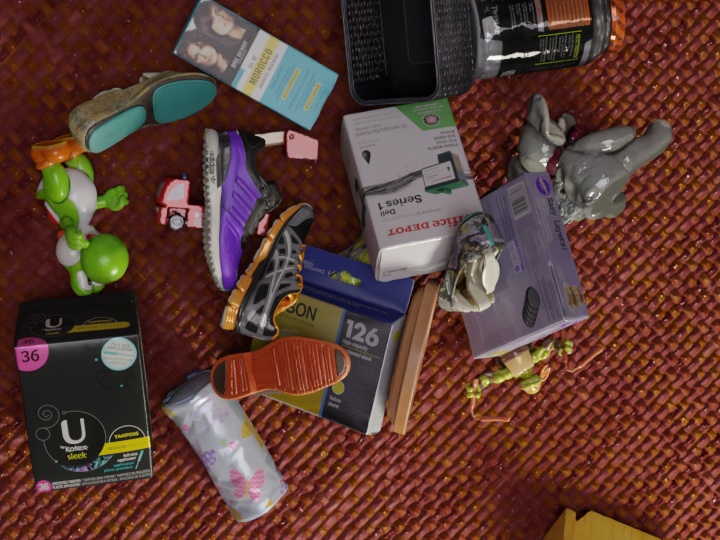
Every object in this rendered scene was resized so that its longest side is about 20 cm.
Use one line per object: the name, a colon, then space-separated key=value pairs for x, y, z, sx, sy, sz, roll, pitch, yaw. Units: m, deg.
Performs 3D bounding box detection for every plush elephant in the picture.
plush elephant: x=0.273 y=-0.148 z=1.723 sx=0.199 sy=0.166 sz=0.155 roll=-26 pitch=65 yaw=-37

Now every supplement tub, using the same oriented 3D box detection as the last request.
supplement tub: x=0.229 y=-0.317 z=1.688 sx=0.197 sy=0.123 sz=0.124 roll=-8 pitch=101 yaw=-9

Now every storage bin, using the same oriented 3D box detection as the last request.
storage bin: x=0.058 y=-0.312 z=1.637 sx=0.134 sy=0.093 sz=0.203 roll=2 pitch=104 yaw=34

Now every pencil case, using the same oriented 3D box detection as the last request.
pencil case: x=-0.177 y=0.230 z=1.724 sx=0.090 sy=0.083 sz=0.201 roll=-30 pitch=104 yaw=8

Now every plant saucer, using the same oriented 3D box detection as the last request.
plant saucer: x=0.065 y=0.108 z=1.693 sx=0.032 sy=0.200 sz=0.203 roll=13 pitch=97 yaw=5

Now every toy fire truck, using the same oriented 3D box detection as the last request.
toy fire truck: x=-0.158 y=-0.117 z=1.685 sx=0.197 sy=0.049 sz=0.143 roll=6 pitch=98 yaw=-11

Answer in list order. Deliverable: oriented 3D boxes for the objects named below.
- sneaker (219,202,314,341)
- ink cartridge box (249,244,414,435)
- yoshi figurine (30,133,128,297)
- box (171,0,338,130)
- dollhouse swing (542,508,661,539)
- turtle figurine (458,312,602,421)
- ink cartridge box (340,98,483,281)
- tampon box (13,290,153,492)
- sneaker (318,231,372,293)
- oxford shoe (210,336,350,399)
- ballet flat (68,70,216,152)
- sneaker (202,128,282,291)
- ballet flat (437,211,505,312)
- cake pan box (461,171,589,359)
sneaker: x=-0.103 y=0.004 z=1.674 sx=0.076 sy=0.078 sz=0.202 roll=27 pitch=66 yaw=3
ink cartridge box: x=-0.044 y=0.083 z=1.690 sx=0.195 sy=0.047 sz=0.203 roll=17 pitch=101 yaw=27
yoshi figurine: x=-0.336 y=-0.066 z=1.633 sx=0.111 sy=0.112 sz=0.203 roll=-14 pitch=105 yaw=-15
box: x=-0.132 y=-0.261 z=1.665 sx=0.198 sy=0.049 sz=0.083 roll=28 pitch=93 yaw=-14
dollhouse swing: x=0.327 y=0.475 z=1.887 sx=0.198 sy=0.176 sz=0.184 roll=22 pitch=54 yaw=-13
turtle figurine: x=0.213 y=0.100 z=1.784 sx=0.198 sy=0.064 sz=0.163 roll=-28 pitch=94 yaw=11
ink cartridge box: x=0.066 y=-0.103 z=1.662 sx=0.144 sy=0.085 sz=0.202 roll=-11 pitch=63 yaw=-9
tampon box: x=-0.339 y=0.147 z=1.633 sx=0.147 sy=0.127 sz=0.203 roll=-7 pitch=115 yaw=-9
sneaker: x=0.000 y=0.000 z=1.722 sx=0.075 sy=0.076 sz=0.201 roll=36 pitch=93 yaw=-16
oxford shoe: x=-0.090 y=0.120 z=1.650 sx=0.198 sy=0.073 sz=0.073 roll=-7 pitch=85 yaw=30
ballet flat: x=-0.272 y=-0.209 z=1.632 sx=0.199 sy=0.070 sz=0.072 roll=-29 pitch=105 yaw=-28
sneaker: x=-0.144 y=-0.074 z=1.634 sx=0.098 sy=0.070 sz=0.203 roll=-2 pitch=101 yaw=-13
ballet flat: x=0.137 y=0.011 z=1.612 sx=0.071 sy=0.201 sz=0.073 roll=2 pitch=57 yaw=-4
cake pan box: x=0.188 y=-0.007 z=1.676 sx=0.052 sy=0.184 sz=0.203 roll=-5 pitch=73 yaw=-39
